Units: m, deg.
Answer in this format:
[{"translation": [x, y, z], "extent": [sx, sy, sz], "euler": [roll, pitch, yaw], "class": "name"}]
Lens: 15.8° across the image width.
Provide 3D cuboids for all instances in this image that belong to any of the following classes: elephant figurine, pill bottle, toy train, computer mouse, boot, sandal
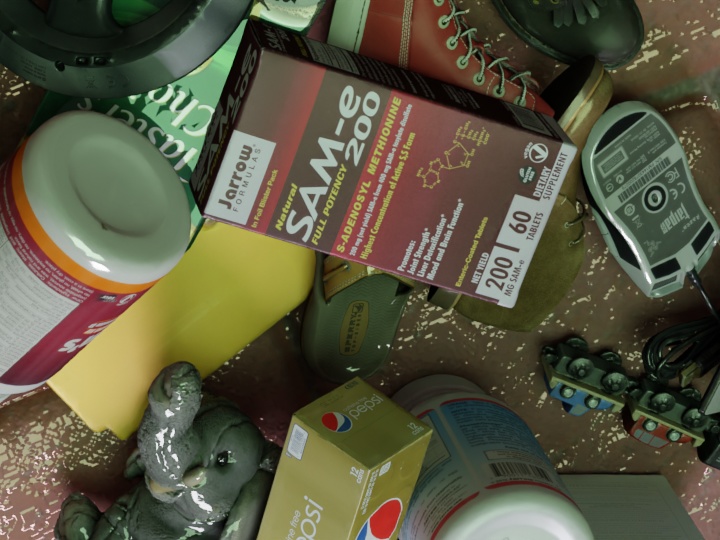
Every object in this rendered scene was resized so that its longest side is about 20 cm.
[{"translation": [-0.098, 0.135, 1.619], "extent": [0.141, 0.155, 0.201], "euler": [26, 111, -12], "class": "elephant figurine"}, {"translation": [-0.194, 0.003, 1.499], "extent": [0.109, 0.110, 0.200], "euler": [30, 133, -23], "class": "pill bottle"}, {"translation": [0.200, 0.096, 1.740], "extent": [0.199, 0.034, 0.046], "euler": [24, 118, -22], "class": "toy train"}, {"translation": [0.195, -0.026, 1.677], "extent": [0.109, 0.044, 0.201], "euler": [-36, 115, -14], "class": "computer mouse"}, {"translation": [0.118, -0.045, 1.618], "extent": [0.075, 0.074, 0.201], "euler": [26, 123, -5], "class": "boot"}, {"translation": [0.072, 0.144, 1.635], "extent": [0.108, 0.200, 0.109], "euler": [-5, 114, -11], "class": "pill bottle"}, {"translation": [0.000, 0.000, 1.594], "extent": [0.081, 0.055, 0.201], "euler": [0, 128, -14], "class": "sandal"}, {"translation": [0.057, -0.150, 1.543], "extent": [0.143, 0.073, 0.201], "euler": [16, 125, 4], "class": "boot"}, {"translation": [0.124, -0.178, 1.518], "extent": [0.200, 0.174, 0.069], "euler": [41, 85, -24], "class": "boot"}]

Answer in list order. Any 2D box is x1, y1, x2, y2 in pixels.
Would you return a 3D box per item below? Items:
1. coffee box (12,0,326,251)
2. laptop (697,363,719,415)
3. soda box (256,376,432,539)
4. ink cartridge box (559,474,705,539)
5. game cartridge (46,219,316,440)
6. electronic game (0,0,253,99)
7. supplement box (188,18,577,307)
[{"translation": [-0.108, -0.122, 1.533], "extent": [0.123, 0.044, 0.201], "euler": [30, 97, -4], "class": "coffee box"}, {"translation": [0.343, 0.033, 1.697], "extent": [0.200, 0.116, 0.188], "euler": [-4, 123, -60], "class": "laptop"}, {"translation": [-0.022, 0.169, 1.594], "extent": [0.068, 0.064, 0.201], "euler": [-28, 144, -47], "class": "soda box"}, {"translation": [0.175, 0.203, 1.685], "extent": [0.103, 0.200, 0.060], "euler": [2, 113, -13], "class": "ink cartridge box"}, {"translation": [-0.134, -0.010, 1.616], "extent": [0.200, 0.032, 0.176], "euler": [-37, 116, 6], "class": "game cartridge"}, {"translation": [-0.149, -0.199, 1.485], "extent": [0.199, 0.042, 0.201], "euler": [1, 96, 9], "class": "electronic game"}, {"translation": [0.012, -0.061, 1.507], "extent": [0.199, 0.061, 0.109], "euler": [16, 107, -16], "class": "supplement box"}]
